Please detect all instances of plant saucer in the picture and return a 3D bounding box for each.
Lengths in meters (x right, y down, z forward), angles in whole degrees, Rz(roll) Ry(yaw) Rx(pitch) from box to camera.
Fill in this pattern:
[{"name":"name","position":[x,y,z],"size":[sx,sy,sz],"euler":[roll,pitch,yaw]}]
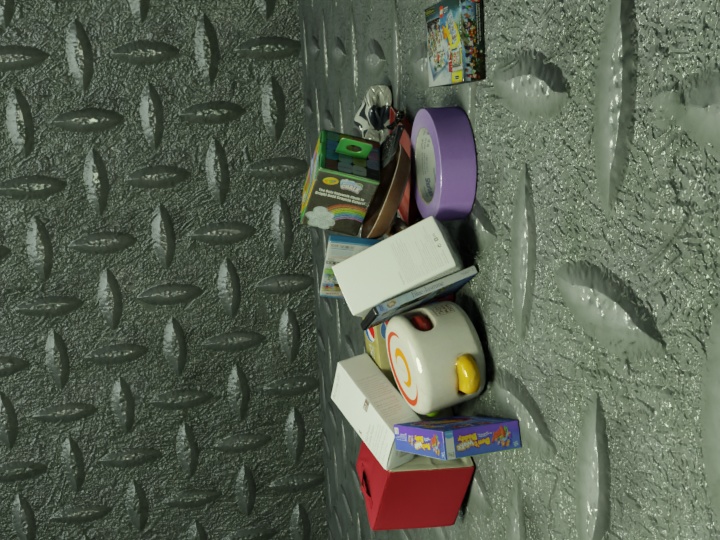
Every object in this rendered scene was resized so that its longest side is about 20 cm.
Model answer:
[{"name":"plant saucer","position":[0.051,-0.143,1.566],"size":[0.200,0.034,0.201],"euler":[-161,90,-81]},{"name":"plant saucer","position":[0.098,-0.224,1.767],"size":[0.200,0.037,0.200],"euler":[-109,17,-55]}]

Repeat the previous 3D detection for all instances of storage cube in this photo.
[{"name":"storage cube","position":[0.105,0.385,1.627],"size":[0.171,0.199,0.180],"euler":[-107,22,-50]}]

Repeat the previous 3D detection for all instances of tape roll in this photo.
[{"name":"tape roll","position":[0.144,-0.188,1.461],"size":[0.200,0.065,0.201],"euler":[174,90,-80]}]

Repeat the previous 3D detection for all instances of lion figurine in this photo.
[{"name":"lion figurine","position":[0.059,-0.135,1.711],"size":[0.122,0.072,0.201],"euler":[146,127,-62]}]

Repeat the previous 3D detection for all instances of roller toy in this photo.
[{"name":"roller toy","position":[0.138,0.151,1.462],"size":[0.200,0.139,0.183],"euler":[111,141,-67]}]

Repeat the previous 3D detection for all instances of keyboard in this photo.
[{"name":"keyboard","position":[0.051,-0.251,1.633],"size":[0.200,0.021,0.127],"euler":[152,139,-74]}]

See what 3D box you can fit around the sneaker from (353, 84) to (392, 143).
[{"name":"sneaker","position":[0.031,-0.333,1.958],"size":[0.130,0.079,0.200],"euler":[-177,82,-81]}]

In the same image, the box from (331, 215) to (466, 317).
[{"name":"box","position":[0.071,-0.003,1.450],"size":[0.098,0.200,0.124],"euler":[66,-168,11]}]

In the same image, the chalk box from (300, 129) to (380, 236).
[{"name":"chalk box","position":[-0.034,-0.187,1.612],"size":[0.200,0.124,0.124],"euler":[115,163,-45]}]

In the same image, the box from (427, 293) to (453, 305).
[{"name":"box","position":[0.123,0.081,1.622],"size":[0.100,0.095,0.201],"euler":[-112,20,-60]}]

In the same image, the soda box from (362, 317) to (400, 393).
[{"name":"soda box","position":[0.051,0.138,1.587],"size":[0.064,0.068,0.201],"euler":[-160,60,-64]}]

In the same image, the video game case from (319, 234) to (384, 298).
[{"name":"video game case","position":[0.000,0.000,1.599],"size":[0.200,0.143,0.018],"euler":[104,170,-57]}]

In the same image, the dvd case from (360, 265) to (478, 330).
[{"name":"dvd case","position":[0.101,0.050,1.457],"size":[0.018,0.200,0.143],"euler":[65,166,10]}]

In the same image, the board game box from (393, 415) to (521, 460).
[{"name":"board game box","position":[0.155,0.273,1.360],"size":[0.200,0.134,0.045],"euler":[159,106,-69]}]

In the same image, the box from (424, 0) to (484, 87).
[{"name":"box","position":[0.155,-0.381,1.375],"size":[0.200,0.038,0.137],"euler":[-138,44,-75]}]

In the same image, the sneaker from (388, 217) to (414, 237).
[{"name":"sneaker","position":[0.094,-0.034,1.748],"size":[0.200,0.077,0.085],"euler":[-105,24,-45]}]

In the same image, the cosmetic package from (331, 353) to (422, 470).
[{"name":"cosmetic package","position":[0.028,0.260,1.536],"size":[0.200,0.074,0.102],"euler":[46,138,38]}]
